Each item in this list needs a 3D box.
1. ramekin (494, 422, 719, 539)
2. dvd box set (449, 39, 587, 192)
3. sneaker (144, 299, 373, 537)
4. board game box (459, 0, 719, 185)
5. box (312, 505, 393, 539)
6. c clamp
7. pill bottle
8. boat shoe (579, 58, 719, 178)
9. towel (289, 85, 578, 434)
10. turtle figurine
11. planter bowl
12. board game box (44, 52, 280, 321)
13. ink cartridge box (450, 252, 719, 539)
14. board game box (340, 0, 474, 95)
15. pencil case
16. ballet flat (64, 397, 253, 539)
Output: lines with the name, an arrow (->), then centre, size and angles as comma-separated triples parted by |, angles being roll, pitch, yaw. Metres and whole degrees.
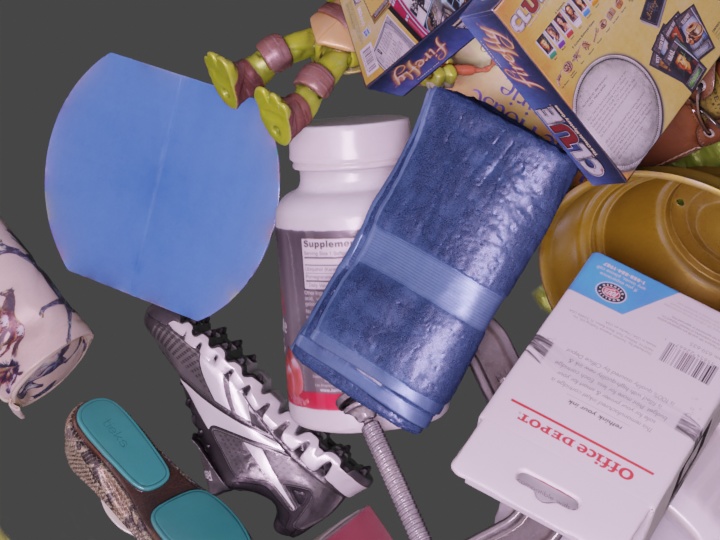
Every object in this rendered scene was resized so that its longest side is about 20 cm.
ramekin -> 0.176, 0.178, 1.377 | 0.201, 0.094, 0.203 | 14, 119, 26
dvd box set -> 0.147, -0.150, 1.396 | 0.146, 0.029, 0.201 | 33, 108, 12
sneaker -> -0.090, 0.108, 1.499 | 0.200, 0.066, 0.091 | 43, 95, 7
board game box -> 0.161, -0.169, 1.265 | 0.136, 0.200, 0.035 | 49, 155, -22
box -> -0.002, 0.286, 1.480 | 0.128, 0.109, 0.200 | -36, 86, 22
c clamp -> 0.044, 0.127, 1.343 | 0.170, 0.027, 0.201 | -25, 69, 15
pill bottle -> 0.000, 0.000, 1.431 | 0.110, 0.111, 0.201 | -1, 98, 20
boat shoe -> 0.216, -0.116, 1.331 | 0.200, 0.068, 0.072 | -37, 111, 11
towel -> 0.046, -0.008, 1.329 | 0.111, 0.048, 0.201 | 32, 93, 32
turtle figurine -> -0.022, -0.158, 1.412 | 0.161, 0.065, 0.200 | -37, 69, -22
planter bowl -> 0.218, -0.003, 1.348 | 0.200, 0.084, 0.201 | 22, 138, 22
board game box -> -0.131, -0.058, 1.506 | 0.199, 0.039, 0.159 | 19, 101, 29
ink cartridge box -> 0.140, 0.094, 1.277 | 0.115, 0.200, 0.067 | 28, 141, 15
board game box -> 0.032, -0.230, 1.337 | 0.135, 0.034, 0.201 | -37, 59, 38
pencil case -> -0.279, 0.007, 1.549 | 0.089, 0.078, 0.200 | -40, 84, 0
ballet flat -> -0.142, 0.173, 1.526 | 0.200, 0.068, 0.076 | 42, 137, 29
